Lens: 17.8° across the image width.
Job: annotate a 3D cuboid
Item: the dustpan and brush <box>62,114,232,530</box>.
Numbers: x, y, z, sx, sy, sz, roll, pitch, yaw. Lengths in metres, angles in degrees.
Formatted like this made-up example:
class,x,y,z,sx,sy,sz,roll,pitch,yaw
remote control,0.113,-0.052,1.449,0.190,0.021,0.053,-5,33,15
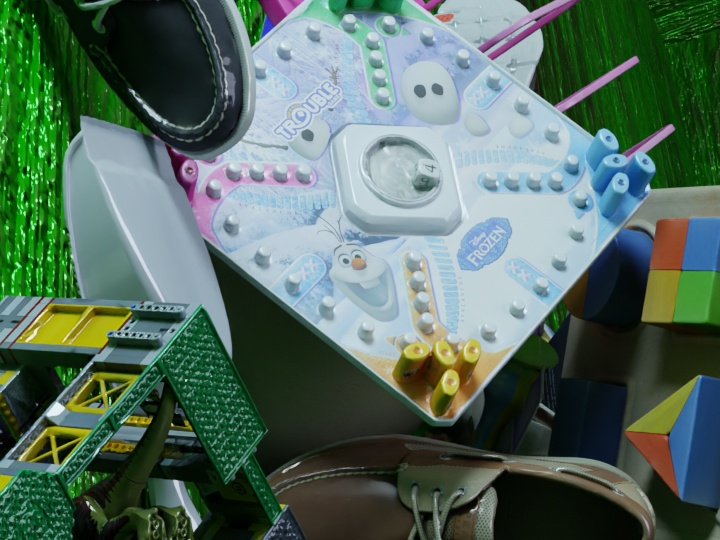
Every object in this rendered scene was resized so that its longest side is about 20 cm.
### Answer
class,x,y,z,sx,sy,sz,roll,pitch,yaw
dustpan and brush,-0.088,0.041,0.996,0.140,0.057,0.201,10,57,-79

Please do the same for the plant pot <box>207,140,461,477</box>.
class,x,y,z,sx,sy,sz,roll,pitch,yaw
plant pot,0.000,0.000,1.196,0.200,0.134,0.202,-18,90,-76

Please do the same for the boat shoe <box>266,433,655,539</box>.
class,x,y,z,sx,sy,sz,roll,pitch,yaw
boat shoe,0.046,0.117,1.100,0.072,0.198,0.076,176,-88,-85

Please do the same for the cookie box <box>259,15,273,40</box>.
class,x,y,z,sx,sy,sz,roll,pitch,yaw
cookie box,0.010,-0.095,1.468,0.172,0.075,0.201,-83,152,-58

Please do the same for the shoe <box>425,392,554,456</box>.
class,x,y,z,sx,sy,sz,roll,pitch,yaw
shoe,0.066,0.071,1.339,0.070,0.054,0.200,-2,36,-50

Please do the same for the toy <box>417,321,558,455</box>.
class,x,y,z,sx,sy,sz,roll,pitch,yaw
toy,0.043,0.115,1.244,0.047,0.201,0.115,25,25,-7

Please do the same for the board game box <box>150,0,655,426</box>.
class,x,y,z,sx,sy,sz,roll,pitch,yaw
board game box,0.020,-0.049,1.122,0.200,0.026,0.200,38,54,9

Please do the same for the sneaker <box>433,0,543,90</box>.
class,x,y,z,sx,sy,sz,roll,pitch,yaw
sneaker,0.078,-0.093,1.477,0.082,0.076,0.201,96,-6,-49

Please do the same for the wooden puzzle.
class,x,y,z,sx,sy,sz,roll,pitch,yaw
wooden puzzle,0.148,0.046,1.184,0.200,0.046,0.187,-3,-103,64

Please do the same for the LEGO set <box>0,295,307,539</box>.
class,x,y,z,sx,sy,sz,roll,pitch,yaw
LEGO set,-0.101,0.103,0.810,0.154,0.115,0.201,-59,133,-32

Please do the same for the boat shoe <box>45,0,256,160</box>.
class,x,y,z,sx,sy,sz,roll,pitch,yaw
boat shoe,-0.112,-0.141,1.027,0.201,0.074,0.060,65,18,11

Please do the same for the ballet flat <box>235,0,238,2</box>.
class,x,y,z,sx,sy,sz,roll,pitch,yaw
ballet flat,-0.091,-0.159,1.220,0.062,0.067,0.200,41,15,-6

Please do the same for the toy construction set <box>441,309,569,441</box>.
class,x,y,z,sx,sy,sz,roll,pitch,yaw
toy construction set,0.125,0.128,1.530,0.092,0.130,0.201,-41,113,-74

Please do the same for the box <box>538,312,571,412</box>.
class,x,y,z,sx,sy,sz,roll,pitch,yaw
box,0.178,0.094,1.355,0.200,0.106,0.150,115,-28,-67

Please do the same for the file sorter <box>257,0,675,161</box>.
class,x,y,z,sx,sy,sz,roll,pitch,yaw
file sorter,0.067,-0.119,1.297,0.201,0.125,0.139,57,34,-1
